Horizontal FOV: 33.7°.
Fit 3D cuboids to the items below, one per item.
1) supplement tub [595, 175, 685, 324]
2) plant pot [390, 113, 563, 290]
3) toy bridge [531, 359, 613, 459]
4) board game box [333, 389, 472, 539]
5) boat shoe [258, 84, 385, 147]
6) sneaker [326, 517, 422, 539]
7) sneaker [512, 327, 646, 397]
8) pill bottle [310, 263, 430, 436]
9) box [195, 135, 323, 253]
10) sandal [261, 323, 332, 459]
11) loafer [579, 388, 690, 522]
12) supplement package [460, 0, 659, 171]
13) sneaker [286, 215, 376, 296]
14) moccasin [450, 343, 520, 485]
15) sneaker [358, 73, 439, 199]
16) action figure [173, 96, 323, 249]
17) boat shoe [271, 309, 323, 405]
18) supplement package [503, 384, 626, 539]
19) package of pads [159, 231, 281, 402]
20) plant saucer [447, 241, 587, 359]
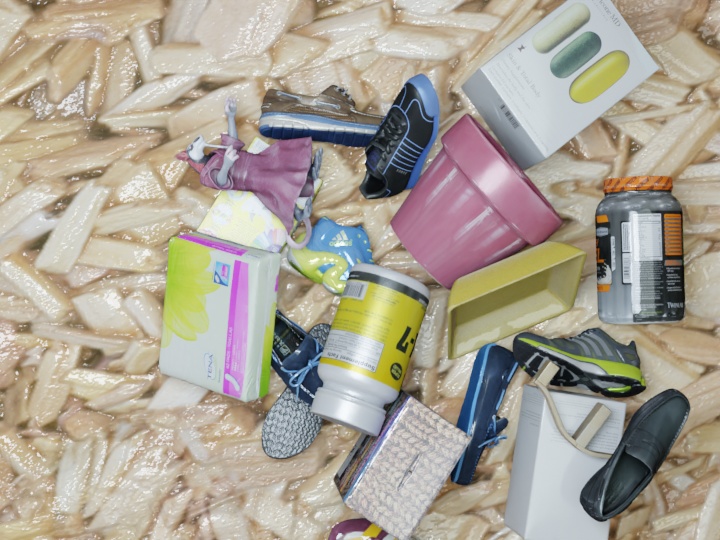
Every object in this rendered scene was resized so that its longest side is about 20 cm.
[{"bbox_3d":[0.389,-0.027,1.657,0.121,0.123,0.203,-1,88,-5],"label":"supplement tub"},{"bbox_3d":[0.146,-0.079,1.610,0.179,0.200,0.200,-42,93,10],"label":"plant pot"},{"bbox_3d":[0.304,0.206,1.571,0.199,0.027,0.067,40,85,-6],"label":"toy bridge"},{"bbox_3d":[0.051,0.251,1.581,0.096,0.200,0.160,33,87,-4],"label":"board game box"},{"bbox_3d":[-0.040,-0.218,1.645,0.197,0.072,0.073,5,78,-11],"label":"boat shoe"},{"bbox_3d":[0.051,0.394,1.633,0.197,0.090,0.076,16,88,-5],"label":"sneaker"},{"bbox_3d":[0.306,0.119,1.673,0.198,0.074,0.082,17,53,-12],"label":"sneaker"},{"bbox_3d":[0.010,0.103,1.539,0.113,0.114,0.202,20,80,-5],"label":"pill bottle"},{"bbox_3d":[-0.151,-0.068,1.645,0.117,0.048,0.201,33,84,-4],"label":"box"},{"bbox_3d":[-0.074,0.172,1.651,0.075,0.048,0.202,25,74,1],"label":"sandal"},{"bbox_3d":[0.361,0.240,1.531,0.068,0.070,0.201,40,85,-8],"label":"loafer"},{"bbox_3d":[0.270,-0.264,1.635,0.199,0.151,0.152,-37,92,-5],"label":"supplement package"},{"bbox_3d":[0.000,0.000,1.643,0.199,0.076,0.106,36,85,-3],"label":"sneaker"},{"bbox_3d":[0.178,0.204,1.655,0.067,0.080,0.202,17,88,-9],"label":"moccasin"},{"bbox_3d":[0.049,-0.171,1.593,0.077,0.201,0.070,-22,55,-28],"label":"sneaker"},{"bbox_3d":[-0.152,-0.133,1.593,0.197,0.135,0.150,9,130,7],"label":"action figure"},{"bbox_3d":[-0.090,0.120,1.603,0.199,0.069,0.084,37,74,7],"label":"boat shoe"},{"bbox_3d":[0.280,0.269,1.642,0.120,0.120,0.203,10,88,-7],"label":"supplement package"},{"bbox_3d":[-0.190,0.059,1.575,0.153,0.068,0.203,15,107,27],"label":"package of pads"},{"bbox_3d":[0.200,0.033,1.617,0.198,0.200,0.049,-22,66,-6],"label":"plant saucer"}]
